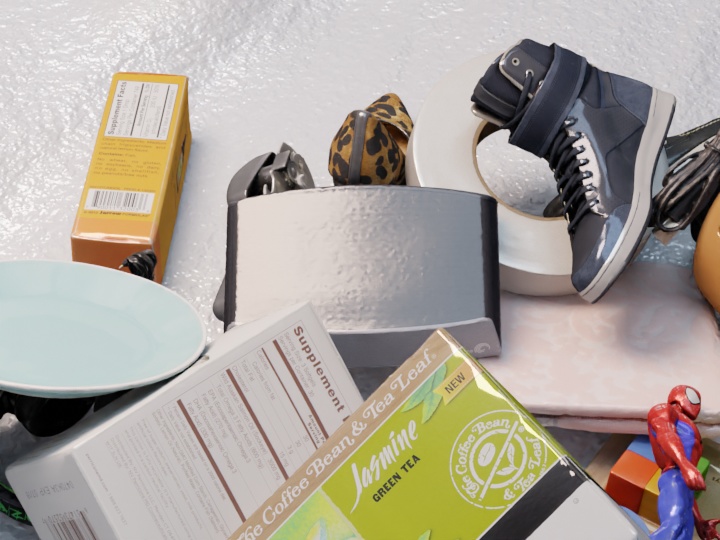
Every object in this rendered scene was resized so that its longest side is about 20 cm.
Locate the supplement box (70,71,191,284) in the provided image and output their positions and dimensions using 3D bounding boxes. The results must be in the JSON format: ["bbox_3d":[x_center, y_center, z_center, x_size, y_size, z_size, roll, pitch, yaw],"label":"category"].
[{"bbox_3d":[-0.174,-0.068,1.575,0.068,0.067,0.201,5,43,4],"label":"supplement box"}]

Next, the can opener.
[{"bbox_3d":[-0.081,-0.021,1.560,0.067,0.053,0.201,-13,37,28],"label":"can opener"}]

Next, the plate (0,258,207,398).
[{"bbox_3d":[-0.199,0.042,1.322,0.199,0.026,0.200,7,22,-3],"label":"plate"}]

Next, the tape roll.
[{"bbox_3d":[0.133,-0.076,1.542,0.201,0.037,0.204,5,60,-8],"label":"tape roll"}]

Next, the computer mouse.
[{"bbox_3d":[0.285,-0.055,1.538,0.053,0.200,0.139,40,91,22],"label":"computer mouse"}]

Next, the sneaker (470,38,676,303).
[{"bbox_3d":[0.140,-0.078,1.471,0.146,0.077,0.203,26,50,-9],"label":"sneaker"}]

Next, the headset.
[{"bbox_3d":[-0.187,0.081,1.399,0.123,0.094,0.201,20,53,14],"label":"headset"}]

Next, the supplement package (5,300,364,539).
[{"bbox_3d":[-0.104,0.122,1.318,0.200,0.117,0.118,-32,95,-33],"label":"supplement package"}]

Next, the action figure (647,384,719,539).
[{"bbox_3d":[0.208,0.151,1.326,0.051,0.066,0.201,-9,42,16],"label":"action figure"}]

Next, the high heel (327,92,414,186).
[{"bbox_3d":[0.016,-0.113,1.586,0.071,0.143,0.201,9,44,5],"label":"high heel"}]

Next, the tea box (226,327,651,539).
[{"bbox_3d":[0.059,0.184,1.231,0.200,0.134,0.197,-45,54,1],"label":"tea box"}]

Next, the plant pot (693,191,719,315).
[{"bbox_3d":[0.338,-0.006,1.479,0.199,0.201,0.140,-27,46,-30],"label":"plant pot"}]

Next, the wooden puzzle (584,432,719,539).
[{"bbox_3d":[0.220,0.185,1.369,0.185,0.046,0.200,26,48,20],"label":"wooden puzzle"}]

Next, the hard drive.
[{"bbox_3d":[0.000,0.000,1.451,0.199,0.042,0.136,-1,66,3],"label":"hard drive"}]

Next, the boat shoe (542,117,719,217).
[{"bbox_3d":[0.229,-0.077,1.621,0.200,0.076,0.060,-31,61,-33],"label":"boat shoe"}]

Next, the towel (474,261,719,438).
[{"bbox_3d":[0.171,0.054,1.487,0.190,0.032,0.200,2,32,-2],"label":"towel"}]
